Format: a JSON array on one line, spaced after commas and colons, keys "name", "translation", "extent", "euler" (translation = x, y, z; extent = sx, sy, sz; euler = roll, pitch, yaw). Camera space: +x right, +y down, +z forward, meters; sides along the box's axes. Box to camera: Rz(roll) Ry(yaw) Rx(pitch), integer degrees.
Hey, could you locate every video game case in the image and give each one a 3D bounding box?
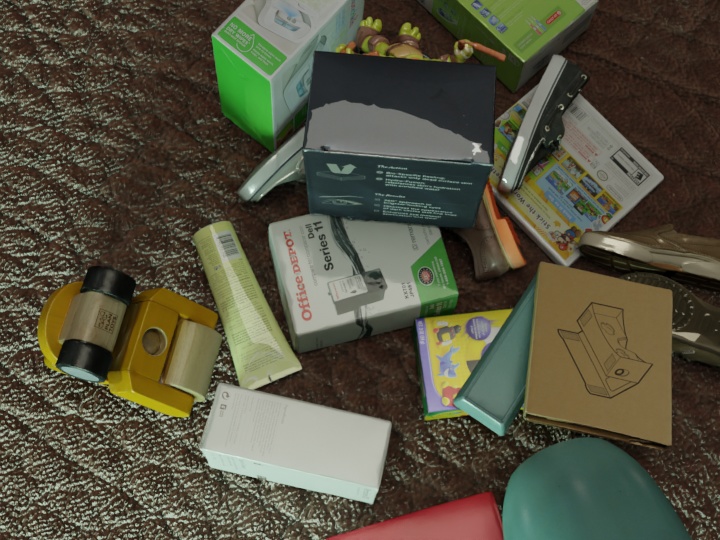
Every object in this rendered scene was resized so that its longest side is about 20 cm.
[{"name": "video game case", "translation": [0.251, -0.129, 1.446], "extent": [0.182, 0.023, 0.200], "euler": [-40, 78, -14]}]

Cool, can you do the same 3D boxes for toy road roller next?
[{"name": "toy road roller", "translation": [-0.274, 0.083, 1.316], "extent": [0.199, 0.145, 0.124], "euler": [27, 67, -33]}]

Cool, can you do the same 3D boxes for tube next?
[{"name": "tube", "translation": [-0.142, 0.041, 1.361], "extent": [0.052, 0.058, 0.201], "euler": [-8, 70, -50]}]

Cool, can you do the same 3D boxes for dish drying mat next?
[{"name": "dish drying mat", "translation": [0.066, 0.312, 1.292], "extent": [0.198, 0.018, 0.077], "euler": [-15, 72, -6]}]

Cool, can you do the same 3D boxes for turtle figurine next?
[{"name": "turtle figurine", "translation": [0.058, -0.248, 1.337], "extent": [0.198, 0.162, 0.065], "euler": [-6, 116, -9]}]

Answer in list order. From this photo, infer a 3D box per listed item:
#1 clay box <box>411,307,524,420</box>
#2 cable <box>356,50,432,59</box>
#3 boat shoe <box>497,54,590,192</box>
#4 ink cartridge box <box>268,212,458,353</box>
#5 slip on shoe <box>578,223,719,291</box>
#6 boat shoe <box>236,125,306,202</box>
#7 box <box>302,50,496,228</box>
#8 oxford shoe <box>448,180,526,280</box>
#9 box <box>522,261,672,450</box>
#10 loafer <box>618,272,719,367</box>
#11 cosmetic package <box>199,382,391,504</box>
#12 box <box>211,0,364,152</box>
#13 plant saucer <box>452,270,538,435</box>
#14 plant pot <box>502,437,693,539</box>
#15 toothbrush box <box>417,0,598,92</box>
[{"name": "clay box", "translation": [0.167, 0.106, 1.349], "extent": [0.198, 0.048, 0.116], "euler": [-7, 71, -4]}, {"name": "cable", "translation": [0.053, -0.226, 1.410], "extent": [0.162, 0.051, 0.200], "euler": [-2, 34, -20]}, {"name": "boat shoe", "translation": [0.228, -0.178, 1.414], "extent": [0.056, 0.069, 0.201], "euler": [24, 70, 5]}, {"name": "ink cartridge box", "translation": [0.000, 0.000, 1.359], "extent": [0.198, 0.083, 0.148], "euler": [-14, 72, -6]}, {"name": "slip on shoe", "translation": [0.362, -0.027, 1.387], "extent": [0.198, 0.076, 0.061], "euler": [12, 76, -1]}, {"name": "boat shoe", "translation": [-0.062, -0.141, 1.415], "extent": [0.200, 0.072, 0.066], "euler": [-42, 99, -14]}, {"name": "box", "translation": [0.041, -0.138, 1.254], "extent": [0.195, 0.200, 0.119], "euler": [5, 74, 1]}, {"name": "oxford shoe", "translation": [0.129, -0.085, 1.393], "extent": [0.072, 0.071, 0.201], "euler": [-26, 81, 13]}, {"name": "box", "translation": [0.270, 0.092, 1.286], "extent": [0.162, 0.021, 0.201], "euler": [12, 56, -1]}, {"name": "loafer", "translation": [0.387, 0.070, 1.363], "extent": [0.199, 0.069, 0.076], "euler": [28, 63, 24]}, {"name": "cosmetic package", "translation": [-0.069, 0.194, 1.277], "extent": [0.198, 0.113, 0.082], "euler": [13, 71, 4]}, {"name": "box", "translation": [-0.086, -0.269, 1.385], "extent": [0.096, 0.200, 0.177], "euler": [39, 73, 9]}, {"name": "plant saucer", "translation": [0.187, 0.090, 1.321], "extent": [0.070, 0.019, 0.201], "euler": [33, 71, 10]}, {"name": "plant pot", "translation": [0.242, 0.279, 1.223], "extent": [0.199, 0.201, 0.162], "euler": [-14, 51, -7]}, {"name": "toothbrush box", "translation": [0.186, -0.357, 1.486], "extent": [0.145, 0.086, 0.200], "euler": [-42, 79, -14]}]
